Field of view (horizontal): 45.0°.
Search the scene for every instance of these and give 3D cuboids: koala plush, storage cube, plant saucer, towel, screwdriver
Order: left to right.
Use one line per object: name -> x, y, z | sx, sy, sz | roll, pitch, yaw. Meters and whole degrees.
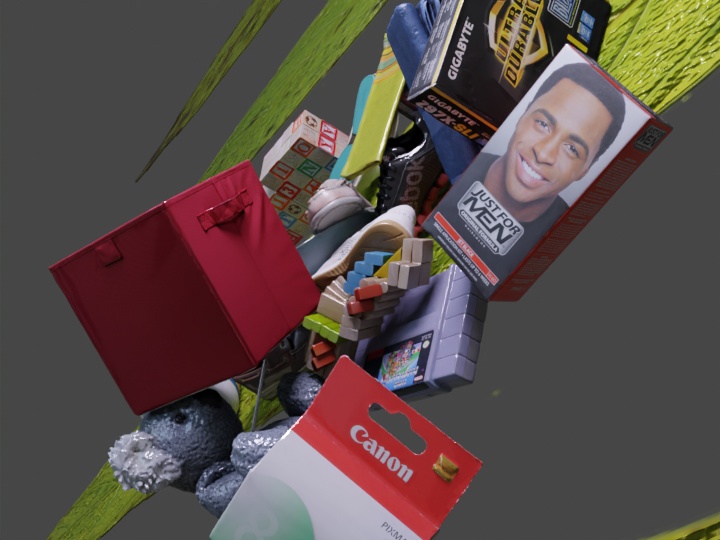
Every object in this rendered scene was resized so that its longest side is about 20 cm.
storage cube -> -0.175, 0.016, 0.911 | 0.199, 0.180, 0.171 | -23, 10, 28
koala plush -> -0.147, 0.195, 0.910 | 0.177, 0.199, 0.185 | -54, -21, -67
screwdriver -> -0.133, 0.211, 1.087 | 0.028, 0.029, 0.201 | 52, -128, -77
plant saucer -> -0.050, 0.002, 1.060 | 0.200, 0.039, 0.201 | -32, -9, -6
towel -> 0.027, -0.201, 0.992 | 0.086, 0.018, 0.201 | -23, 47, 63
towel -> 0.089, -0.170, 0.877 | 0.048, 0.201, 0.112 | -25, 3, -6

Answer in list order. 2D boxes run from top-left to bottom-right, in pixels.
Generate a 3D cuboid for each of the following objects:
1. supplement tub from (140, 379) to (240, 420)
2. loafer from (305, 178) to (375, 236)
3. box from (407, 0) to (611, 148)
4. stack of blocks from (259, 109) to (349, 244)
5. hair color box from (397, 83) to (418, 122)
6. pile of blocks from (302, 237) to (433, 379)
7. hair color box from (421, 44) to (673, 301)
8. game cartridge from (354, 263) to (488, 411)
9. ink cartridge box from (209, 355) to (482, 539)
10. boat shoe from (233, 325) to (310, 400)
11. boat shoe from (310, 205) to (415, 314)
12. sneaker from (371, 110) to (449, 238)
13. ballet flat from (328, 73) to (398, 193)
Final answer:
supplement tub -> -0.249, 0.135, 1.294 | 0.145, 0.144, 0.200 | -49, 27, 29
loafer -> -0.030, -0.079, 1.041 | 0.072, 0.063, 0.200 | -35, -10, 11
box -> 0.146, -0.210, 0.824 | 0.049, 0.159, 0.201 | -14, 52, 59
stack of blocks -> -0.091, -0.132, 1.290 | 0.200, 0.115, 0.059 | -42, 31, 41
hair color box -> 0.122, -0.219, 0.958 | 0.200, 0.100, 0.061 | -21, 47, 58
pile of blocks -> -0.008, 0.033, 0.883 | 0.082, 0.062, 0.200 | 49, 117, 19
hair color box -> 0.153, -0.077, 0.740 | 0.102, 0.061, 0.200 | 50, 116, 27
game cartridge -> 0.052, 0.071, 0.881 | 0.200, 0.038, 0.130 | -27, 37, 54
ink cartridge box -> -0.016, 0.200, 0.743 | 0.201, 0.161, 0.050 | -59, -20, 12
boat shoe -> -0.101, 0.097, 1.119 | 0.200, 0.072, 0.072 | -42, 31, 39
boat shoe -> 0.000, 0.000, 0.967 | 0.200, 0.071, 0.069 | -42, 10, 39
sneaker -> 0.047, -0.096, 0.987 | 0.201, 0.098, 0.071 | -57, 26, 16
ballet flat -> 0.013, -0.168, 1.180 | 0.069, 0.069, 0.201 | 3, 73, 65
